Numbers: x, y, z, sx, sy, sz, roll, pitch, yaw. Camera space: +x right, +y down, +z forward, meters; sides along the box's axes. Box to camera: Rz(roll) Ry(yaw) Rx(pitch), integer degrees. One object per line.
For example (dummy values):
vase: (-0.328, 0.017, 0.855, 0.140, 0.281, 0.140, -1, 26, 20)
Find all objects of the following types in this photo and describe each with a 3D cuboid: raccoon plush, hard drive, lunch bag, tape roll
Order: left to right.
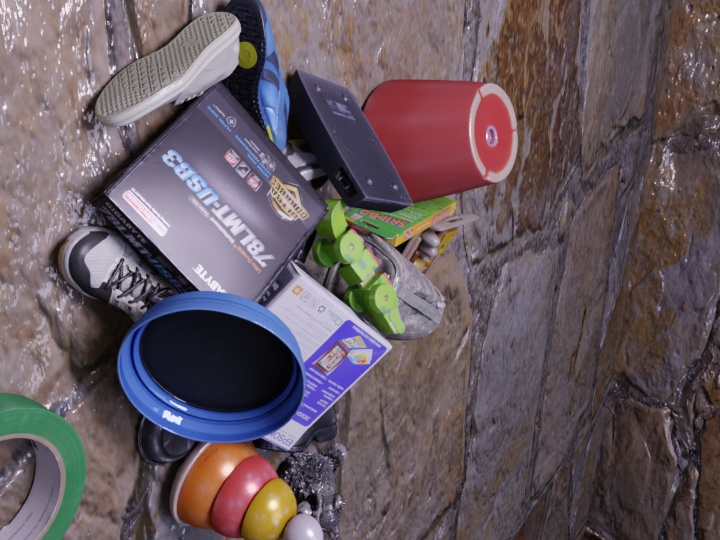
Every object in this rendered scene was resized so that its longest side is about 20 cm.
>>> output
tape roll: (-0.367, 0.222, 0.752, 0.200, 0.048, 0.202, -32, 130, -47)
raccoon plush: (-0.044, 0.337, 1.225, 0.200, 0.133, 0.097, -35, 131, -45)
hard drive: (-0.017, -0.163, 1.010, 0.042, 0.201, 0.135, -37, 161, 27)
lunch bag: (0.021, 0.029, 1.150, 0.200, 0.167, 0.140, 34, 76, -58)

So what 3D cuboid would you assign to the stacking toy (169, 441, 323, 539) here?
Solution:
stacking toy: (-0.135, 0.309, 1.001, 0.146, 0.199, 0.147, -43, 147, -36)

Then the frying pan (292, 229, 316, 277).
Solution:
frying pan: (-0.095, 0.009, 0.985, 0.115, 0.031, 0.192, -6, 97, -55)

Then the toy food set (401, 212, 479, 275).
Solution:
toy food set: (0.121, -0.009, 1.336, 0.143, 0.060, 0.201, -19, 146, -52)

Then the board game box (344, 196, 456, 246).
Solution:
board game box: (0.063, -0.090, 1.226, 0.200, 0.095, 0.030, -28, 136, -49)

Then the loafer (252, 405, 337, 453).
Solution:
loafer: (-0.098, 0.227, 1.162, 0.200, 0.072, 0.073, 0, 96, -67)

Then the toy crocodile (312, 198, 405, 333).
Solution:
toy crocodile: (0.000, 0.000, 0.994, 0.062, 0.067, 0.201, -44, 110, -32)

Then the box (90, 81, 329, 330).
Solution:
box: (-0.155, -0.071, 0.848, 0.200, 0.050, 0.199, 49, 53, -20)

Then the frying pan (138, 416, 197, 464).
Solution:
frying pan: (-0.230, 0.158, 0.957, 0.115, 0.031, 0.191, -31, 132, -50)

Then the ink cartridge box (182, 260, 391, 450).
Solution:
ink cartridge box: (-0.089, 0.112, 0.950, 0.200, 0.043, 0.198, -45, 133, 4)

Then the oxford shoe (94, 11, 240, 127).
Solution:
oxford shoe: (-0.191, -0.200, 0.805, 0.200, 0.075, 0.058, -51, 152, -35)

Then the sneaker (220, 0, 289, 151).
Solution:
sneaker: (-0.121, -0.227, 0.915, 0.079, 0.065, 0.202, -52, 145, -55)

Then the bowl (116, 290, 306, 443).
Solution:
bowl: (-0.156, 0.104, 0.822, 0.040, 0.199, 0.202, -87, 169, -52)

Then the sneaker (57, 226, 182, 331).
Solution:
sneaker: (-0.232, 0.020, 0.830, 0.076, 0.087, 0.200, -62, 145, -13)

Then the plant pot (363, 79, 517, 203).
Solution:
plant pot: (0.126, -0.198, 1.157, 0.200, 0.176, 0.202, -3, 95, -50)

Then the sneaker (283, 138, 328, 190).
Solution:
sneaker: (-0.102, -0.104, 1.003, 0.200, 0.074, 0.085, -38, 152, -42)
